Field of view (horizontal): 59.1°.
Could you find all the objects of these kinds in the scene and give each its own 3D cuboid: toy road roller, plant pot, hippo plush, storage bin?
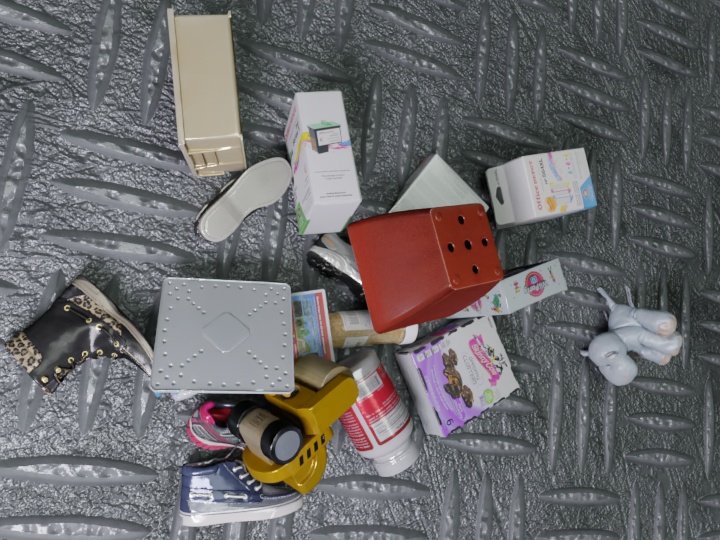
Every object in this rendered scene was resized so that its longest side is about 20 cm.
[{"bbox_3d":[-0.091,0.240,0.970,0.200,0.122,0.147,-39,124,-31],"label":"toy road roller"},{"bbox_3d":[0.126,-0.021,1.094,0.199,0.176,0.202,-9,81,-39],"label":"plant pot"},{"bbox_3d":[0.576,0.155,1.362,0.160,0.159,0.201,-38,100,-26],"label":"hippo plush"},{"bbox_3d":[-0.238,-0.272,1.008,0.093,0.199,0.202,-6,85,-9],"label":"storage bin"}]

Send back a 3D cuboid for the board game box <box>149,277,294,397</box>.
[{"bbox_3d":[-0.202,0.099,0.951,0.198,0.026,0.201,3,48,-12],"label":"board game box"}]

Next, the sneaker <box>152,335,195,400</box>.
[{"bbox_3d":[-0.226,0.111,1.002,0.199,0.075,0.116,-28,88,-6],"label":"sneaker"}]

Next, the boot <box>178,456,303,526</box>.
[{"bbox_3d":[-0.186,0.344,1.011,0.198,0.073,0.091,1,88,-25],"label":"boot"}]

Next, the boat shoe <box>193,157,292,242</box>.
[{"bbox_3d":[-0.200,-0.121,1.078,0.200,0.060,0.074,-48,117,-22],"label":"boat shoe"}]

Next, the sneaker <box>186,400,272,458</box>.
[{"bbox_3d":[-0.172,0.254,1.016,0.198,0.075,0.081,10,49,-26],"label":"sneaker"}]

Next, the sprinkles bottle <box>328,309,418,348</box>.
[{"bbox_3d":[0.004,0.104,1.141,0.198,0.068,0.069,-1,83,-26],"label":"sprinkles bottle"}]

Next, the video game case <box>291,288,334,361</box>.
[{"bbox_3d":[-0.147,0.115,1.054,0.198,0.017,0.145,-8,86,-4],"label":"video game case"}]

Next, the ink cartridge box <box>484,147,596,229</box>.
[{"bbox_3d":[0.365,-0.168,1.323,0.198,0.125,0.130,-12,88,-27],"label":"ink cartridge box"}]

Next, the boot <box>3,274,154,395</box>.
[{"bbox_3d":[-0.400,0.124,0.933,0.200,0.073,0.151,48,66,-3],"label":"boot"}]

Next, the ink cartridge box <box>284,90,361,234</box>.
[{"bbox_3d":[-0.069,-0.181,1.083,0.083,0.145,0.202,-6,75,-17],"label":"ink cartridge box"}]

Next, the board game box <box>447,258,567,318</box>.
[{"bbox_3d":[0.265,0.038,1.203,0.147,0.200,0.065,-18,92,-27],"label":"board game box"}]

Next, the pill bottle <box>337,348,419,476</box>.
[{"bbox_3d":[0.021,0.249,1.104,0.112,0.112,0.201,-32,97,-26],"label":"pill bottle"}]

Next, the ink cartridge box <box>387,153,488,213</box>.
[{"bbox_3d":[0.138,-0.104,1.261,0.162,0.050,0.200,42,85,-15],"label":"ink cartridge box"}]

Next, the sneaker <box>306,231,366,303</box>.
[{"bbox_3d":[0.000,0.000,1.153,0.200,0.074,0.080,37,64,-17],"label":"sneaker"}]

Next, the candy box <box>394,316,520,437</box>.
[{"bbox_3d":[0.187,0.193,1.215,0.199,0.071,0.169,-24,94,-26],"label":"candy box"}]
